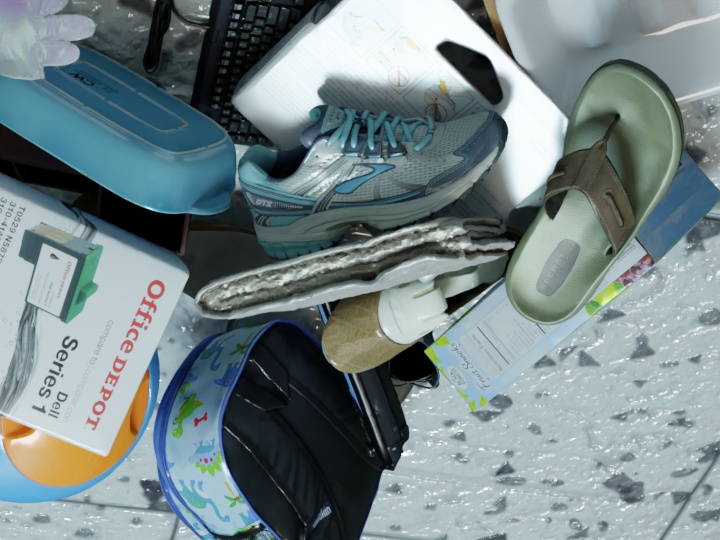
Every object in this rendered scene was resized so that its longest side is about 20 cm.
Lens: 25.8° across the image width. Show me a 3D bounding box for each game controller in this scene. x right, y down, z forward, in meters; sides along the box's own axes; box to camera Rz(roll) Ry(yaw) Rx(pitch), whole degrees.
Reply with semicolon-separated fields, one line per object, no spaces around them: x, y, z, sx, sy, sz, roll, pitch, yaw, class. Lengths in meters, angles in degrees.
-0.013;0.057;1.256;0.042;0.104;0.202;-24;111;-13;game controller

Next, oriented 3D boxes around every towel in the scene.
0.000;0.000;1.081;0.198;0.035;0.132;-14;176;22;towel

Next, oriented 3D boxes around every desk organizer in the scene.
-0.214;-0.077;1.144;0.198;0.078;0.072;10;136;-5;desk organizer

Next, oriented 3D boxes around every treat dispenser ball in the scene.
-0.257;0.080;1.234;0.198;0.202;0.202;-1;138;-1;treat dispenser ball

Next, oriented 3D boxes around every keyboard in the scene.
-0.095;-0.166;1.111;0.126;0.021;0.201;8;135;-11;keyboard

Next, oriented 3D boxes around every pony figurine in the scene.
-0.242;-0.211;0.982;0.199;0.168;0.192;30;161;-35;pony figurine

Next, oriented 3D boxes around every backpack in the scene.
-0.086;0.152;1.339;0.146;0.184;0.201;-8;132;37;backpack

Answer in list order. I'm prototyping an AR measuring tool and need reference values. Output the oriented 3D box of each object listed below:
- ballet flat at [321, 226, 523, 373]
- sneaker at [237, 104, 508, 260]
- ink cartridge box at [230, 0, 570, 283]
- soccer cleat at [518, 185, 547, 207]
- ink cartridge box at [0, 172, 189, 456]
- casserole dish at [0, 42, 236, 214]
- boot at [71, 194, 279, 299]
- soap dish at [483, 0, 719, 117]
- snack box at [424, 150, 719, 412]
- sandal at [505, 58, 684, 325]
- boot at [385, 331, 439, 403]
0.057;0.014;1.201;0.072;0.199;0.068;-7;108;52;ballet flat
0.002;-0.073;1.062;0.198;0.078;0.087;-20;113;22;sneaker
0.037;-0.111;1.100;0.200;0.044;0.173;42;119;-16;ink cartridge box
0.104;-0.069;1.185;0.199;0.070;0.078;-27;115;19;soccer cleat
-0.236;0.020;1.081;0.198;0.084;0.147;24;92;-19;ink cartridge box
-0.168;-0.103;1.074;0.199;0.121;0.039;31;115;17;casserole dish
-0.138;-0.022;1.239;0.198;0.076;0.074;12;117;-36;boot
0.189;-0.185;1.059;0.198;0.082;0.158;-15;136;14;soap dish
0.163;0.002;1.195;0.068;0.168;0.200;49;124;6;snack box
0.153;-0.042;1.046;0.079;0.057;0.203;27;118;13;sandal
0.027;0.075;1.320;0.074;0.098;0.201;1;137;-3;boot
